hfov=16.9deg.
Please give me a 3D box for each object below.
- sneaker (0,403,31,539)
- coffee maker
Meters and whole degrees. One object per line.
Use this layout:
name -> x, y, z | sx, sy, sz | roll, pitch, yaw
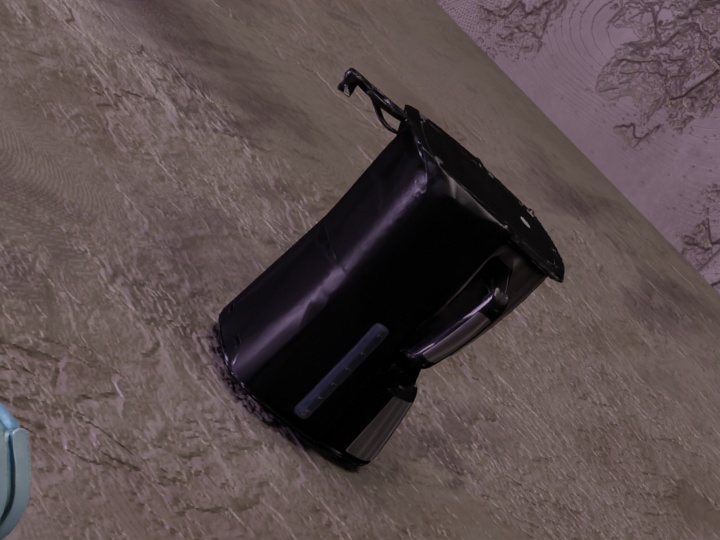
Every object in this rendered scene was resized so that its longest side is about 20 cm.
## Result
sneaker -> -0.182, 0.110, 1.032 | 0.131, 0.080, 0.200 | 33, 33, -48
coffee maker -> 0.000, 0.000, 1.586 | 0.192, 0.200, 0.135 | 46, 13, 0
